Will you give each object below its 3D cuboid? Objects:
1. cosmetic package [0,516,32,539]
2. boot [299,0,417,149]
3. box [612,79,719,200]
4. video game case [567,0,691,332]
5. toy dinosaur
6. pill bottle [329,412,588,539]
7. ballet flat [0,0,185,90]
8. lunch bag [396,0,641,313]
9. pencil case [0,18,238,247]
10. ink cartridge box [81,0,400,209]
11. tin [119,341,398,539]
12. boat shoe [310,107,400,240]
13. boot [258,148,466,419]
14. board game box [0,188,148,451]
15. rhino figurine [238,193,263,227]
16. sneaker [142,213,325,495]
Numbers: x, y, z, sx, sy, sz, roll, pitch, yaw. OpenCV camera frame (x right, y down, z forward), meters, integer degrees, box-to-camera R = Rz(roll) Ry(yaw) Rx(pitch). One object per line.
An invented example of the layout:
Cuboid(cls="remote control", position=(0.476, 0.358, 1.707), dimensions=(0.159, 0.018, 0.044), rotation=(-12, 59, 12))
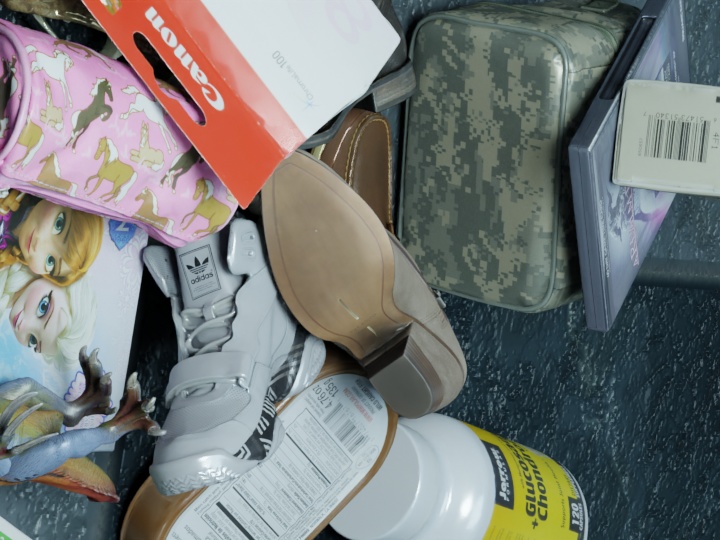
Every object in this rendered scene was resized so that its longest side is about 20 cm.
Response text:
Cuboid(cls="cosmetic package", position=(-0.199, 0.213, 1.637), dimensions=(0.200, 0.085, 0.108), rotation=(43, 65, -48))
Cuboid(cls="boot", position=(-0.037, -0.172, 1.763), dimensions=(0.200, 0.069, 0.175), rotation=(-30, 118, -50))
Cuboid(cls="box", position=(0.228, -0.080, 1.869), dimensions=(0.200, 0.082, 0.069), rotation=(3, 94, -67))
Cuboid(cls="video game case", position=(0.176, -0.077, 1.871), dimensions=(0.200, 0.019, 0.143), rotation=(-60, 150, -46))
Cuboid(cls="toy dinosaur", position=(-0.197, 0.099, 1.539), dimensions=(0.181, 0.105, 0.201), rotation=(-22, 131, -27))
Cuboid(cls="pill bottle", position=(0.059, 0.157, 1.938), dimensions=(0.200, 0.112, 0.113), rotation=(23, 82, -54))
Cuboid(cls="ballet flat", position=(-0.127, -0.131, 1.638), dimensions=(0.200, 0.071, 0.065), rotation=(32, 96, -37))
Cuboid(cls="lunch bag", position=(0.123, -0.080, 1.927), dimensions=(0.167, 0.139, 0.201), rotation=(-16, 114, -49))
Cuboid(cls="pencil case", position=(-0.143, -0.070, 1.559), dimensions=(0.200, 0.083, 0.087), rotation=(17, 113, -54))
Cuboid(cls="ink cartridge box", position=(-0.066, -0.145, 1.620), dimensions=(0.163, 0.057, 0.200), rotation=(52, 24, -11))
Cuboid(cls="tin", position=(-0.060, 0.127, 1.780), dimensions=(0.200, 0.042, 0.112), rotation=(-45, 131, -7))
Cuboid(cls="boat shoe", position=(0.000, -0.005, 1.847), dimensions=(0.072, 0.067, 0.201), rotation=(-3, 102, -55))
Cuboid(cls="boot", position=(0.000, 0.000, 1.730), dimensions=(0.146, 0.070, 0.201), rotation=(-83, 148, -72))
Cuboid(cls="board game box", position=(-0.198, 0.001, 1.608), dimensions=(0.199, 0.041, 0.201), rotation=(2, 99, -53))
Cuboid(cls="rhino figurine", position=(-0.055, 0.025, 1.792), dimensions=(0.087, 0.060, 0.201), rotation=(-6, 106, -49))
Cuboid(cls="sneaker", position=(-0.086, 0.042, 1.648), dimensions=(0.115, 0.075, 0.200), rotation=(66, 24, -16))
